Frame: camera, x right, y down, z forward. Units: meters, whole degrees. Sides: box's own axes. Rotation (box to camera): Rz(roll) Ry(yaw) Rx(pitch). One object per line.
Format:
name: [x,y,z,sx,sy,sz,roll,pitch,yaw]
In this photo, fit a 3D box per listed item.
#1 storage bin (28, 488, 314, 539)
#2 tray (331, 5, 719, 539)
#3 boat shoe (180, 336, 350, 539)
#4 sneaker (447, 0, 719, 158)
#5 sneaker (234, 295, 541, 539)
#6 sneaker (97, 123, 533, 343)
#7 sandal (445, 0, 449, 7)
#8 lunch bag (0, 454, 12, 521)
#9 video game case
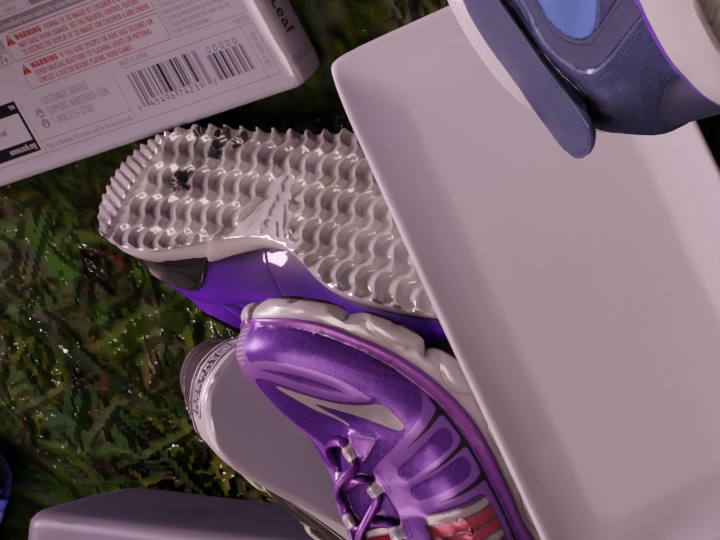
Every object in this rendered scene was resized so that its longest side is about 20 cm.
storage bin: [-0.051,0.168,1.082,0.199,0.145,0.135,4,96,28]
tray: [0.077,0.000,0.856,0.107,0.022,0.201,-25,87,1]
boat shoe: [0.016,0.087,0.987,0.200,0.071,0.064,38,173,-16]
sneaker: [0.052,-0.131,0.778,0.146,0.080,0.201,0,122,58]
sneaker: [0.022,0.092,0.902,0.200,0.083,0.080,51,153,-16]
sneaker: [0.000,-0.001,0.959,0.199,0.070,0.100,13,154,42]
sandal: [0.073,-0.039,0.915,0.076,0.043,0.201,4,122,28]
lunch bag: [-0.253,0.105,1.191,0.199,0.094,0.151,26,130,-4]
video game case: [-0.134,-0.129,0.990,0.199,0.022,0.183,-15,112,37]
